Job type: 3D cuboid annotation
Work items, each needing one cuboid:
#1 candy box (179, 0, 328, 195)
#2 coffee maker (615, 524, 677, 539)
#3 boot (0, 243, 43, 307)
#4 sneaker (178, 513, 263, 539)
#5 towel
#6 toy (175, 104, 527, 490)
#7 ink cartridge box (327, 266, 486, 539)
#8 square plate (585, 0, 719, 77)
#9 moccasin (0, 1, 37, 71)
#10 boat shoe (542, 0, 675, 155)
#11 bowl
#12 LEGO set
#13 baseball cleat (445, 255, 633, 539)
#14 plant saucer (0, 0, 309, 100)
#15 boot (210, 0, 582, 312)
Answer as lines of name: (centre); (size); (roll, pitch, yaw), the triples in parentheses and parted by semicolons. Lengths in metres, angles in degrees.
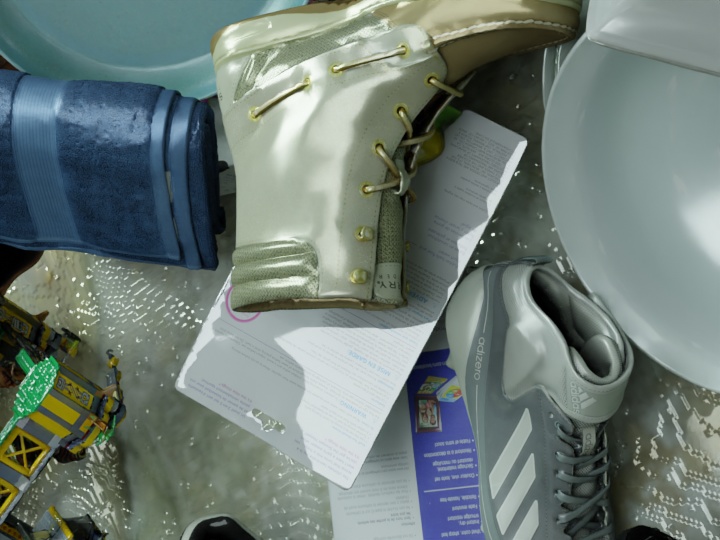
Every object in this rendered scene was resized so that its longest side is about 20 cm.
candy box: (-0.115, -0.123, 1.189); (0.200, 0.072, 0.168); (-13, 81, 27)
coffee maker: (0.156, 0.254, 0.993); (0.192, 0.135, 0.200); (33, 103, 24)
boot: (-0.275, 0.068, 1.203); (0.200, 0.068, 0.188); (-12, 37, 48)
sneaker: (-0.042, 0.217, 1.114); (0.076, 0.088, 0.200); (-33, 70, -18)
towel: (-0.173, -0.057, 1.119); (0.200, 0.049, 0.112); (8, 135, 13)
toy: (0.000, 0.000, 1.094); (0.115, 0.047, 0.200); (29, 96, 24)
ink cartridge box: (0.031, 0.103, 1.120); (0.099, 0.039, 0.200); (-9, 82, 26)
square plate: (0.205, -0.141, 0.927); (0.198, 0.200, 0.028); (14, 131, 0)
moccasin: (-0.179, -0.187, 1.143); (0.074, 0.078, 0.201); (43, 105, 25)
boat shoe: (0.139, -0.156, 1.066); (0.076, 0.060, 0.200); (19, 95, -7)
bowl: (0.191, -0.047, 0.994); (0.201, 0.090, 0.201); (25, 129, 35)
LEGO set: (-0.181, 0.109, 1.187); (0.154, 0.116, 0.200); (-58, 28, -8)
baseball cleat: (0.099, 0.092, 1.040); (0.106, 0.070, 0.200); (-17, 94, 57)
plant saucer: (-0.118, -0.182, 1.090); (0.200, 0.027, 0.200); (1, 110, 2)
boot: (0.019, -0.059, 1.027); (0.200, 0.072, 0.155); (-9, 76, 26)
